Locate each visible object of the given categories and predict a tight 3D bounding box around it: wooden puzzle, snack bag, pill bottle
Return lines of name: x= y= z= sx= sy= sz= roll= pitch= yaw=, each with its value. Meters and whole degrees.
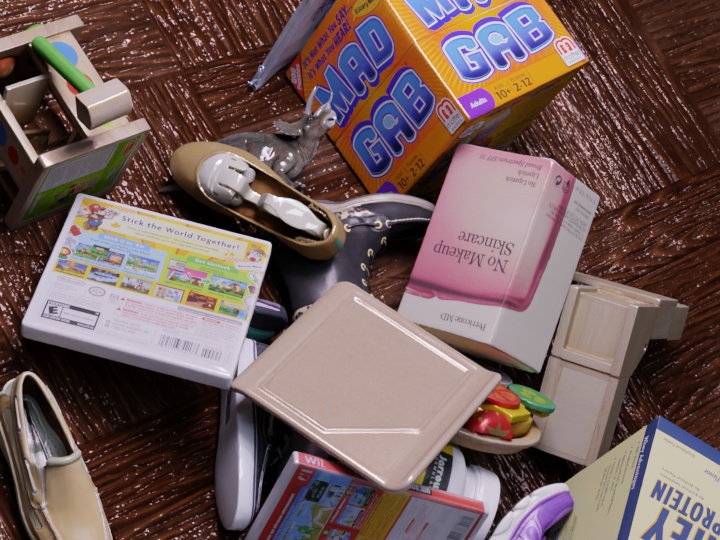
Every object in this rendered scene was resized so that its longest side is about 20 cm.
wooden puzzle: x=0.006 y=0.109 z=1.575 sx=0.199 sy=0.037 sz=0.185 roll=29 pitch=46 yaw=19
snack bag: x=-0.026 y=-0.291 z=1.831 sx=0.021 sy=0.189 sz=0.200 roll=45 pitch=52 yaw=3
pill bottle: x=0.029 y=0.200 z=1.624 sx=0.199 sy=0.112 sz=0.113 roll=23 pitch=54 yaw=-15

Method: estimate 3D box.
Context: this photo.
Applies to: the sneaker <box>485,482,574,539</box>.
sneaker: x=0.152 y=0.294 z=1.655 sx=0.083 sy=0.081 sz=0.200 roll=38 pitch=62 yaw=9

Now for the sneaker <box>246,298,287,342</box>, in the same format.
sneaker: x=-0.167 y=0.019 z=1.652 sx=0.199 sy=0.074 sz=0.088 roll=6 pitch=55 yaw=-25

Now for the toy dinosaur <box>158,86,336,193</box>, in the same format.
toy dinosaur: x=-0.112 y=-0.109 z=1.763 sx=0.199 sy=0.077 sz=0.103 roll=-15 pitch=63 yaw=0

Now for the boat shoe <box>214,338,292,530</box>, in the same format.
boat shoe: x=-0.098 y=0.157 z=1.612 sx=0.067 sy=0.072 sz=0.201 roll=14 pitch=50 yaw=-19

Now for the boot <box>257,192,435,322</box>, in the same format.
boot: x=0.000 y=0.000 z=1.750 sx=0.199 sy=0.073 sz=0.151 roll=-2 pitch=63 yaw=-25

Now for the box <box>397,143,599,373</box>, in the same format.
box: x=0.142 y=-0.014 z=1.734 sx=0.109 sy=0.127 sz=0.201 roll=30 pitch=77 yaw=-50

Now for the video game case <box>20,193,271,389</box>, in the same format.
video game case: x=-0.198 y=0.017 z=1.592 sx=0.199 sy=0.023 sz=0.183 roll=14 pitch=46 yaw=0

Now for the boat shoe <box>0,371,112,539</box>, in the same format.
boat shoe: x=-0.271 y=0.184 z=1.494 sx=0.071 sy=0.076 sz=0.201 roll=-21 pitch=74 yaw=-36

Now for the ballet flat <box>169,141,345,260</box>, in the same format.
ballet flat: x=-0.102 y=-0.078 z=1.685 sx=0.199 sy=0.063 sz=0.069 roll=27 pitch=84 yaw=4

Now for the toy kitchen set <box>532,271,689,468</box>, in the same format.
toy kitchen set: x=0.235 y=0.096 z=1.837 sx=0.162 sy=0.182 sz=0.200 roll=18 pitch=7 yaw=26

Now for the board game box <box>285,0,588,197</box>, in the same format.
board game box: x=0.081 y=-0.222 z=1.842 sx=0.199 sy=0.200 sz=0.200 roll=-28 pitch=78 yaw=-38

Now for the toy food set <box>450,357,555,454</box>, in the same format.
toy food set: x=0.092 y=0.121 z=1.687 sx=0.199 sy=0.049 sz=0.198 roll=28 pitch=14 yaw=27

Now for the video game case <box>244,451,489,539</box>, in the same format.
video game case: x=0.002 y=0.246 z=1.568 sx=0.199 sy=0.143 sz=0.017 roll=17 pitch=33 yaw=-19

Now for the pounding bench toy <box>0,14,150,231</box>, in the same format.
pounding bench toy: x=-0.295 y=-0.168 z=1.607 sx=0.124 sy=0.200 sz=0.157 roll=-25 pitch=77 yaw=-36

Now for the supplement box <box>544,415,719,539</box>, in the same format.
supplement box: x=0.272 y=0.289 z=1.649 sx=0.134 sy=0.200 sz=0.201 roll=30 pitch=53 yaw=-10
